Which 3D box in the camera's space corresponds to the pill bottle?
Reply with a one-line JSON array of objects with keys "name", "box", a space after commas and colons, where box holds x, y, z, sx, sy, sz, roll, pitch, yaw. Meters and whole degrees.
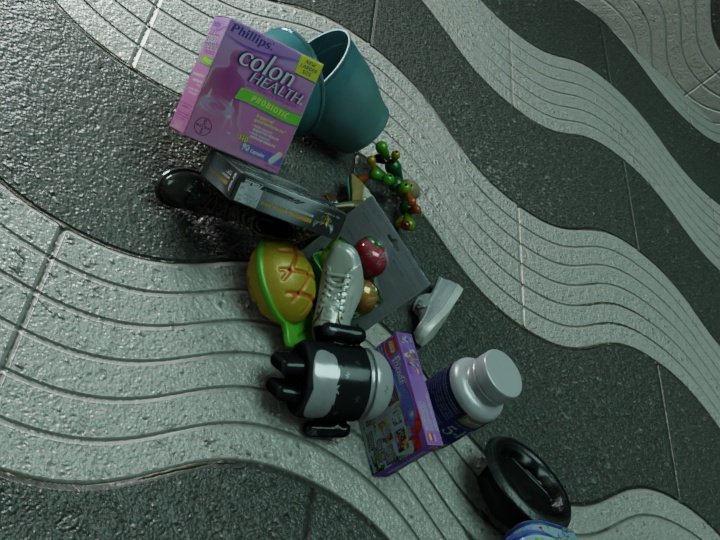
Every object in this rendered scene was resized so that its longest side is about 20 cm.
[{"name": "pill bottle", "box": [0.178, 0.221, 1.661, 0.119, 0.200, 0.120, 27, 43, -29]}]

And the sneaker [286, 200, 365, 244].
[{"name": "sneaker", "box": [-0.074, -0.105, 1.701, 0.090, 0.199, 0.067, -104, -179, -48]}]

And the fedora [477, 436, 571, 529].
[{"name": "fedora", "box": [0.278, 0.398, 1.703, 0.200, 0.092, 0.201, 31, 28, -19]}]

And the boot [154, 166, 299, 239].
[{"name": "boot", "box": [-0.213, -0.104, 1.543, 0.199, 0.070, 0.174, 12, 10, -43]}]

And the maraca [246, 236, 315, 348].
[{"name": "maraca", "box": [-0.123, 0.040, 1.576, 0.137, 0.106, 0.201, -38, 110, -63]}]

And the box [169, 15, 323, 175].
[{"name": "box", "box": [-0.187, -0.286, 1.565, 0.175, 0.201, 0.097, 21, 5, -29]}]

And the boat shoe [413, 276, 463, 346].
[{"name": "boat shoe", "box": [0.138, 0.073, 1.859, 0.068, 0.072, 0.200, 31, 43, 8]}]

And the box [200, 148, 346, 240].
[{"name": "box", "box": [-0.141, -0.122, 1.531, 0.199, 0.049, 0.158, 21, 9, -32]}]

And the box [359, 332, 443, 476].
[{"name": "box", "box": [0.053, 0.222, 1.581, 0.039, 0.137, 0.201, 11, 53, -41]}]

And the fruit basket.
[{"name": "fruit basket", "box": [0.000, 0.000, 1.658, 0.186, 0.200, 0.094, 56, 21, 7]}]

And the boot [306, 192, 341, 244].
[{"name": "boot", "box": [-0.058, -0.043, 1.759, 0.075, 0.074, 0.201, -15, 74, -20]}]

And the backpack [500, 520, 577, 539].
[{"name": "backpack", "box": [0.287, 0.507, 1.567, 0.199, 0.183, 0.147, 27, 21, -33]}]

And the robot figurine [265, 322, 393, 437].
[{"name": "robot figurine", "box": [-0.046, 0.175, 1.510, 0.199, 0.151, 0.125, 8, 44, -23]}]

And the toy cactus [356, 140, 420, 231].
[{"name": "toy cactus", "box": [0.077, -0.166, 1.985, 0.201, 0.102, 0.165, 61, 19, 16]}]

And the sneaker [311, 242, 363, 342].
[{"name": "sneaker", "box": [-0.038, 0.056, 1.580, 0.085, 0.072, 0.201, -33, 130, -82]}]

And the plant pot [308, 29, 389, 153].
[{"name": "plant pot", "box": [-0.048, -0.342, 1.909, 0.188, 0.199, 0.201, 46, 34, -35]}]

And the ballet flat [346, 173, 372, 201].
[{"name": "ballet flat", "box": [0.004, -0.111, 1.851, 0.063, 0.069, 0.201, -2, 48, 2]}]

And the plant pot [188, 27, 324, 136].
[{"name": "plant pot", "box": [-0.199, -0.320, 1.717, 0.187, 0.200, 0.201, -23, 77, -37]}]
